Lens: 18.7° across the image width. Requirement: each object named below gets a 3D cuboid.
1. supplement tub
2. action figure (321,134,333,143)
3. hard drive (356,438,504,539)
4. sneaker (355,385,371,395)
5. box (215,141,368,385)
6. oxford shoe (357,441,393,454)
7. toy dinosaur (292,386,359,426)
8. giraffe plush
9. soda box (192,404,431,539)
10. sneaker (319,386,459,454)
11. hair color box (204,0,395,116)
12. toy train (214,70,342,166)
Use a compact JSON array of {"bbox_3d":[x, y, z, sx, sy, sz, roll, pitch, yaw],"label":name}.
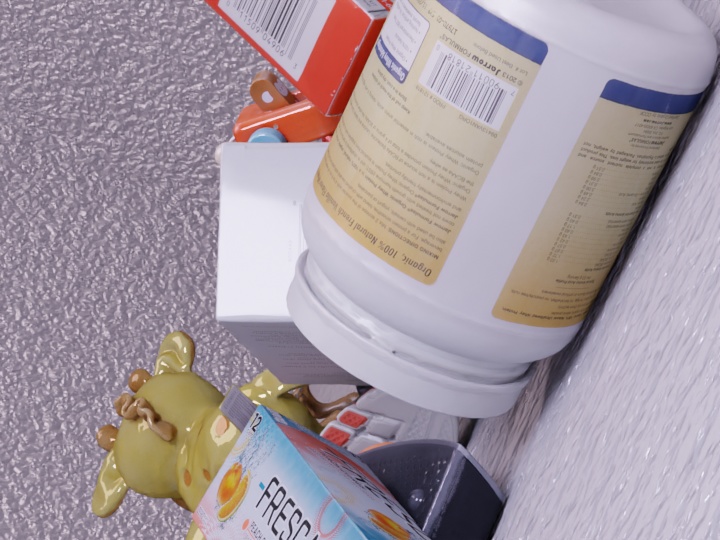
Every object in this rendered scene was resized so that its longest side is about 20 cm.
[{"bbox_3d":[0.059,-0.048,1.005,0.144,0.144,0.200,-72,8,-69],"label":"supplement tub"},{"bbox_3d":[0.039,-0.073,1.265,0.199,0.065,0.052,-6,45,35],"label":"action figure"},{"bbox_3d":[0.006,0.152,1.084,0.135,0.042,0.200,-66,13,-15],"label":"hard drive"},{"bbox_3d":[0.064,0.020,1.439,0.083,0.072,0.200,-22,-35,-48],"label":"sneaker"},{"bbox_3d":[0.000,0.000,1.213,0.200,0.124,0.098,59,-149,-75],"label":"box"},{"bbox_3d":[-0.015,0.182,1.266,0.073,0.071,0.200,-75,9,-45],"label":"oxford shoe"},{"bbox_3d":[-0.006,0.117,1.508,0.200,0.106,0.060,-58,5,5],"label":"toy dinosaur"},{"bbox_3d":[-0.093,0.128,1.413,0.173,0.162,0.200,-43,-53,-29],"label":"giraffe plush"},{"bbox_3d":[-0.012,0.130,0.976,0.069,0.063,0.200,-58,23,5],"label":"soda box"},{"bbox_3d":[0.012,0.113,1.311,0.082,0.077,0.200,-59,-2,-45],"label":"sneaker"},{"bbox_3d":[0.025,-0.146,1.115,0.200,0.111,0.064,-15,-39,-49],"label":"hair color box"},{"bbox_3d":[-0.008,-0.125,1.270,0.200,0.150,0.056,-65,-44,-65],"label":"toy train"}]
